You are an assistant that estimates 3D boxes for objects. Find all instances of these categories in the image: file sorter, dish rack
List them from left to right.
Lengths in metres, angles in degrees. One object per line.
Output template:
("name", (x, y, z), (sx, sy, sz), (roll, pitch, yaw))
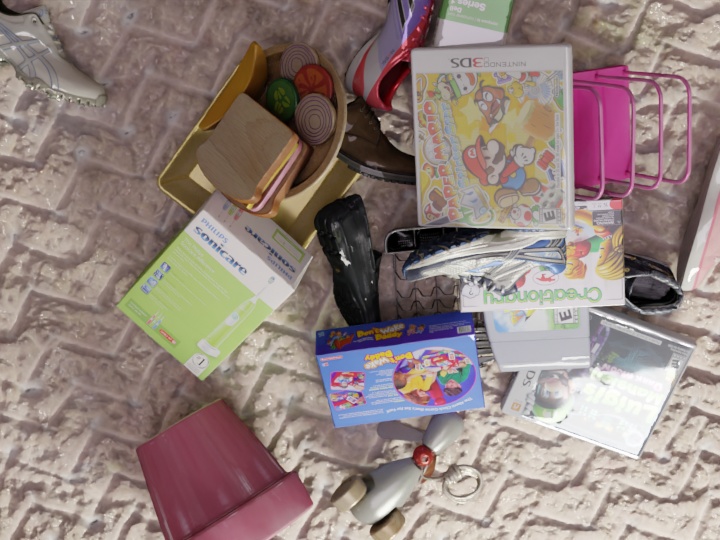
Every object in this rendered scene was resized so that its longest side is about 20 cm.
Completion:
("dish rack", (0.110, 0.036, 1.634), (0.151, 0.055, 0.203), (-4, 103, 2))
("file sorter", (0.277, -0.157, 1.510), (0.198, 0.125, 0.141), (-12, 106, -30))

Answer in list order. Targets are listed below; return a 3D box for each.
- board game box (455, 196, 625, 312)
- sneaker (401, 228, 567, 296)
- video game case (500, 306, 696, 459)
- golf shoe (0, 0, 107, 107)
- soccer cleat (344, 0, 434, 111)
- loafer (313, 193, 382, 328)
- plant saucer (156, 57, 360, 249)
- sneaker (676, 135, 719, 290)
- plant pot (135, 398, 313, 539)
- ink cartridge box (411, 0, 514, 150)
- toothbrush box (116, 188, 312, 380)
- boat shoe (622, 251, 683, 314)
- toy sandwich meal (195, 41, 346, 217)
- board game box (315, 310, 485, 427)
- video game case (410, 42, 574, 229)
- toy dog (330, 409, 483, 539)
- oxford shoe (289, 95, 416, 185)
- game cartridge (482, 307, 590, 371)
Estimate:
("board game box", (0.214, -0.019, 1.536), (0.197, 0.035, 0.128), (-3, 99, 5))
("sneaker", (0.147, -0.006, 1.489), (0.197, 0.077, 0.086), (-13, 102, 7))
("video game case", (0.303, 0.136, 1.656), (0.198, 0.023, 0.184), (19, 114, -5))
("golf shoe", (-0.386, -0.268, 1.552), (0.198, 0.078, 0.098), (27, 96, -7))
("soccer cleat", (0.056, -0.285, 1.539), (0.073, 0.068, 0.201), (42, 108, 35))
("loafer", (0.000, 0.000, 1.607), (0.070, 0.068, 0.202), (-31, 125, -25))
("plant saucer", (-0.118, -0.129, 1.597), (0.199, 0.048, 0.201), (37, 100, -8))
("sneaker", (0.466, -0.061, 1.601), (0.103, 0.075, 0.203), (17, 98, 1))
("plant pot", (-0.186, 0.271, 1.628), (0.199, 0.200, 0.180), (-32, 86, 7))
("ink cartridge box", (0.120, -0.236, 1.522), (0.083, 0.146, 0.203), (13, 102, 1))
("toothbrush box", (-0.179, 0.014, 1.577), (0.145, 0.086, 0.200), (41, 124, -9))
("boat shoe", (0.303, 0.005, 1.608), (0.197, 0.091, 0.072), (9, 103, -2))
("toy sandwich meal", (-0.107, -0.169, 1.486), (0.203, 0.070, 0.208), (-5, 81, 32))
("board game box", (0.051, 0.125, 1.624), (0.197, 0.045, 0.136), (-8, 131, 5))
("video game case", (0.146, -0.147, 1.430), (0.180, 0.023, 0.203), (2, 105, 21))
("toy dog", (0.051, 0.263, 1.682), (0.198, 0.096, 0.133), (-25, 100, -10))
("oxford shoe", (0.004, -0.159, 1.530), (0.198, 0.073, 0.085), (22, 100, -5))
("game cartridge", (0.213, 0.024, 1.579), (0.131, 0.040, 0.203), (-3, 99, 8))
